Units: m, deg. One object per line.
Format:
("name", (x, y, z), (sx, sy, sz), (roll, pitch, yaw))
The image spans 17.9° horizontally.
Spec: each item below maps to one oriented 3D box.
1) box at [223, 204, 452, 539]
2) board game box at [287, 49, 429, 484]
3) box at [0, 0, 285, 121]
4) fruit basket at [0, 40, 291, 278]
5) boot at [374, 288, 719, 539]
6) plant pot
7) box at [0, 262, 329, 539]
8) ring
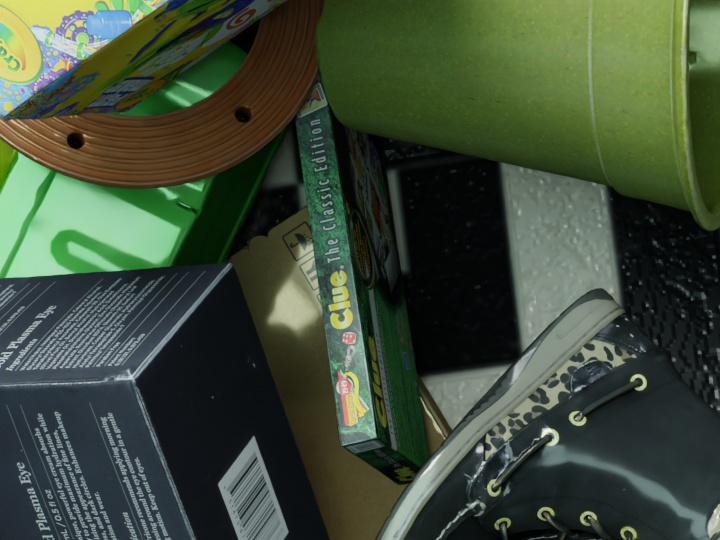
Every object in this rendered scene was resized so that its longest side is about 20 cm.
("box", (-0.042, 0.092, 1.209), (0.163, 0.021, 0.200), (-33, 78, 10))
("board game box", (0.000, 0.000, 1.145), (0.023, 0.105, 0.201), (-12, 71, 11))
("box", (-0.081, -0.166, 0.977), (0.192, 0.200, 0.122), (-34, 90, 9))
("fruit basket", (-0.161, -0.065, 1.180), (0.215, 0.156, 0.216), (-1, 82, 10))
("boot", (0.109, 0.127, 1.124), (0.154, 0.074, 0.204), (39, 78, 13))
("plant pot", (0.084, -0.124, 1.104), (0.189, 0.200, 0.201), (4, 86, 17))
("box", (-0.127, 0.109, 1.079), (0.182, 0.104, 0.201), (-4, 118, 28))
("ring", (-0.112, -0.135, 1.115), (0.200, 0.019, 0.201), (3, 74, -11))
